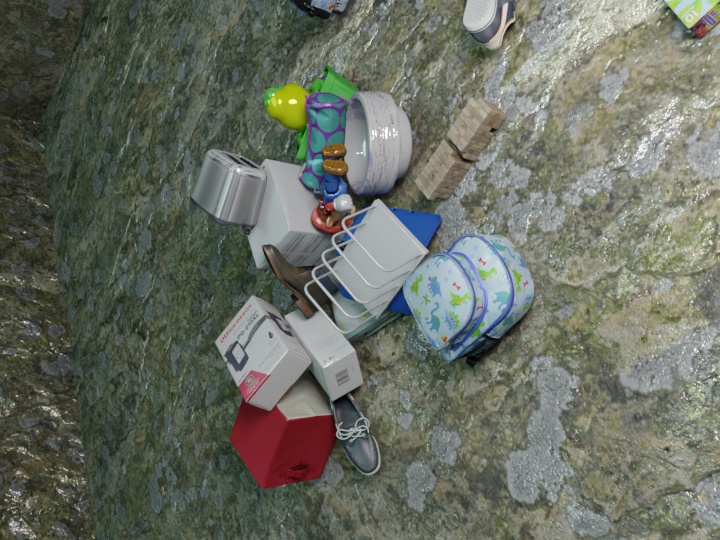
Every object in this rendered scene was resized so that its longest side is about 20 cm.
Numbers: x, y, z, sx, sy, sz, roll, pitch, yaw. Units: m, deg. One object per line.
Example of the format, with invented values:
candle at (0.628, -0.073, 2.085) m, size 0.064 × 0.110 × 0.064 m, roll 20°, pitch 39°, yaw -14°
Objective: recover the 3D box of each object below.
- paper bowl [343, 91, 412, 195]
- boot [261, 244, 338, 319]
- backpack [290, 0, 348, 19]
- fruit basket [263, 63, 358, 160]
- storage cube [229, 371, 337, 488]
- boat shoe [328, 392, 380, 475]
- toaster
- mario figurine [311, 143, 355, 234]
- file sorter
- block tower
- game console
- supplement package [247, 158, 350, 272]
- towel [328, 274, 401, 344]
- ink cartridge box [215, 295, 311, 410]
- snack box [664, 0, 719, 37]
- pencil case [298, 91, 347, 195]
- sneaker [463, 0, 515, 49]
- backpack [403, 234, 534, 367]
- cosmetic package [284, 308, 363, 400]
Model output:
paper bowl at (0.036, -0.255, 1.286) m, size 0.200 × 0.102 × 0.205 m, roll 175°, pitch 90°, yaw -74°
boot at (-0.127, 0.002, 1.357) m, size 0.096 × 0.201 × 0.075 m, roll -34°, pitch 34°, yaw -6°
backpack at (-0.091, -0.694, 1.454) m, size 0.200 × 0.152 × 0.192 m, roll 49°, pitch 131°, yaw 31°
fruit basket at (-0.118, -0.352, 1.407) m, size 0.156 × 0.212 × 0.218 m, roll -99°, pitch 31°, yaw -64°
storage cube at (-0.168, 0.357, 1.461) m, size 0.199 × 0.169 × 0.182 m, roll 38°, pitch 113°, yaw 43°
boat shoe at (-0.016, 0.333, 1.357) m, size 0.074 × 0.062 × 0.202 m, roll -21°, pitch 57°, yaw -2°
toaster at (-0.276, -0.173, 1.361) m, size 0.199 × 0.112 × 0.131 m, roll 36°, pitch 112°, yaw 45°
mario figurine at (-0.038, -0.155, 1.296) m, size 0.105 × 0.124 × 0.202 m, roll 27°, pitch 143°, yaw 17°
file sorter at (0.000, 0.000, 1.184) m, size 0.139 × 0.124 × 0.201 m, roll 47°, pitch 133°, yaw 15°
block tower at (0.183, -0.223, 1.184) m, size 0.201 × 0.057 × 0.054 m, roll -54°, pitch 51°, yaw 29°
game console at (0.059, -0.025, 1.289) m, size 0.198 × 0.118 × 0.174 m, roll 13°, pitch 117°, yaw 37°
supplement package at (-0.142, -0.116, 1.438) m, size 0.147 × 0.198 × 0.194 m, roll -43°, pitch 57°, yaw 37°
towel at (0.005, 0.049, 1.377) m, size 0.199 × 0.048 × 0.174 m, roll -36°, pitch 59°, yaw 41°
ink cartridge box at (-0.215, 0.175, 1.385) m, size 0.145 × 0.084 × 0.200 m, roll -49°, pitch 46°, yaw 7°
snack box at (0.463, -0.448, 0.880) m, size 0.142 × 0.052 × 0.202 m, roll -45°, pitch 56°, yaw 38°
pencil case at (-0.080, -0.268, 1.343) m, size 0.086 × 0.091 × 0.203 m, roll -115°, pitch 27°, yaw -52°
sneaker at (0.234, -0.481, 1.134) m, size 0.078 × 0.079 × 0.203 m, roll -2°, pitch 62°, yaw 42°
backpack at (0.184, 0.040, 1.098) m, size 0.200 × 0.146 × 0.185 m, roll -46°, pitch 58°, yaw 33°
cosmetic package at (-0.083, 0.172, 1.395) m, size 0.200 × 0.084 × 0.109 m, roll 46°, pitch 156°, yaw 47°
